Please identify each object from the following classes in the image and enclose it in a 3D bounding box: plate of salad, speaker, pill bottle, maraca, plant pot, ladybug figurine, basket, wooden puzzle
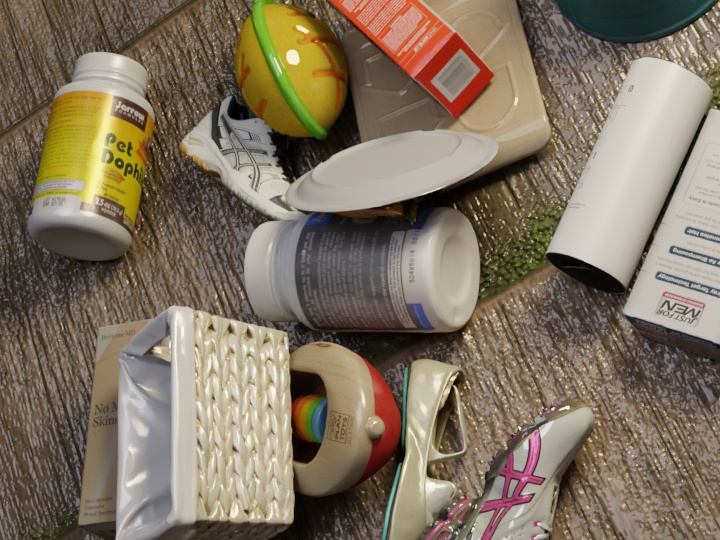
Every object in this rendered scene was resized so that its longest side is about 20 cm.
[{"bbox_3d":[0.030,-0.081,1.666,0.198,0.048,0.200,-14,18,5],"label":"plate of salad"},{"bbox_3d":[0.237,-0.083,1.631,0.081,0.081,0.201,18,77,34],"label":"speaker"},{"bbox_3d":[-0.274,-0.120,1.911,0.108,0.109,0.202,-4,66,27],"label":"pill bottle"},{"bbox_3d":[-0.072,-0.211,1.822,0.106,0.137,0.201,-25,45,8],"label":"maraca"},{"bbox_3d":[0.233,-0.342,1.689,0.199,0.188,0.202,-12,63,24],"label":"plant pot"},{"bbox_3d":[0.000,0.000,1.701,0.198,0.114,0.115,-1,67,28],"label":"pill bottle"},{"bbox_3d":[-0.022,0.134,1.643,0.200,0.071,0.137,9,90,63],"label":"ladybug figurine"},{"bbox_3d":[-0.139,0.150,1.651,0.135,0.122,0.202,-36,50,54],"label":"basket"},{"bbox_3d":[0.084,-0.172,1.782,0.184,0.046,0.201,-22,63,19],"label":"wooden puzzle"}]

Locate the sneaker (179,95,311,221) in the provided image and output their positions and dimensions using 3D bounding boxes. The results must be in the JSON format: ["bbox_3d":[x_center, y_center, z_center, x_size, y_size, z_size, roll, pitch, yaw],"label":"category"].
[{"bbox_3d":[-0.098,-0.108,1.829,0.200,0.076,0.088,39,89,35],"label":"sneaker"}]

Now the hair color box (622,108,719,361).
[{"bbox_3d":[0.312,-0.029,1.576,0.099,0.060,0.201,18,77,34],"label":"hair color box"}]

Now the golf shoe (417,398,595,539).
[{"bbox_3d":[0.139,0.199,1.565,0.092,0.073,0.200,43,99,22],"label":"golf shoe"}]

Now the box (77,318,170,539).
[{"bbox_3d":[-0.204,0.153,1.764,0.094,0.078,0.202,-11,63,24],"label":"box"}]

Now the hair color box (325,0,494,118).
[{"bbox_3d":[0.029,-0.239,1.748,0.061,0.101,0.200,-46,57,5],"label":"hair color box"}]

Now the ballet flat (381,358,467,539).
[{"bbox_3d":[0.060,0.172,1.623,0.069,0.069,0.202,-4,65,27],"label":"ballet flat"}]
